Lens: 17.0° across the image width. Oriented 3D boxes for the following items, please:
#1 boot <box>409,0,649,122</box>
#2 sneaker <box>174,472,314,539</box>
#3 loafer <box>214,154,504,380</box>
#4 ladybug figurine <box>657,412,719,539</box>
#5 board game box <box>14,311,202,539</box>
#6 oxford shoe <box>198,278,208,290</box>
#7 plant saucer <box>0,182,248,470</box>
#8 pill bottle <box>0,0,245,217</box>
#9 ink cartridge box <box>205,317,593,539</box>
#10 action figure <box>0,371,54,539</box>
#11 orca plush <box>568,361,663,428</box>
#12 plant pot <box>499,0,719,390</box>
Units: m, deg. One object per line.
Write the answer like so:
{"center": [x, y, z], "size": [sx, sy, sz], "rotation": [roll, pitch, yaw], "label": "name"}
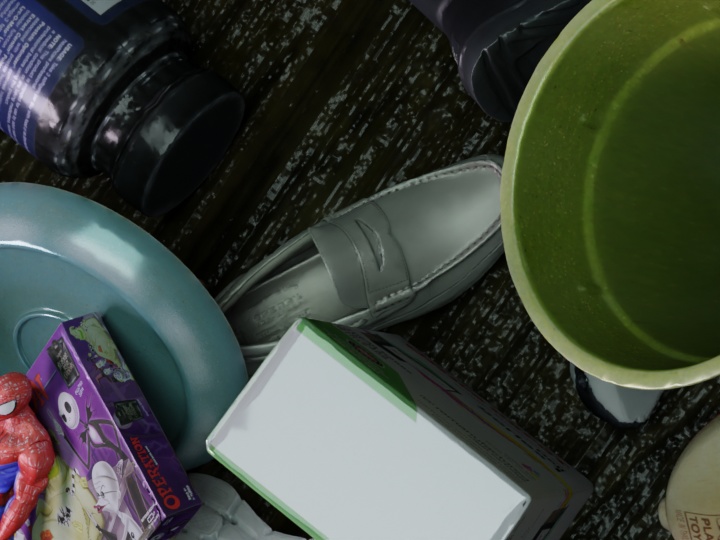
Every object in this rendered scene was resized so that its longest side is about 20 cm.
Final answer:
{"center": [0.115, -0.171, 1.227], "size": [0.200, 0.076, 0.168], "rotation": [-27, 39, 1], "label": "boot"}
{"center": [-0.062, 0.177, 1.306], "size": [0.200, 0.082, 0.077], "rotation": [21, 52, 36], "label": "sneaker"}
{"center": [0.000, 0.000, 1.291], "size": [0.200, 0.070, 0.070], "rotation": [-33, 72, 12], "label": "loafer"}
{"center": [0.244, 0.098, 1.179], "size": [0.200, 0.072, 0.136], "rotation": [-8, 122, 15], "label": "ladybug figurine"}
{"center": [-0.158, 0.122, 1.293], "size": [0.120, 0.032, 0.200], "rotation": [62, 143, 20], "label": "board game box"}
{"center": [-0.177, 0.005, 1.357], "size": [0.200, 0.071, 0.071], "rotation": [18, 67, 15], "label": "oxford shoe"}
{"center": [-0.154, 0.040, 1.293], "size": [0.200, 0.027, 0.200], "rotation": [18, 135, 18], "label": "plant saucer"}
{"center": [-0.165, -0.122, 1.322], "size": [0.200, 0.112, 0.112], "rotation": [39, 99, 13], "label": "pill bottle"}
{"center": [0.026, 0.101, 1.218], "size": [0.145, 0.200, 0.084], "rotation": [37, 96, 14], "label": "ink cartridge box"}
{"center": [-0.202, 0.129, 1.293], "size": [0.065, 0.052, 0.200], "rotation": [52, 137, 35], "label": "action figure"}
{"center": [0.119, -0.021, 1.259], "size": [0.071, 0.105, 0.200], "rotation": [5, 112, 52], "label": "orca plush"}
{"center": [0.203, -0.032, 1.158], "size": [0.200, 0.190, 0.200], "rotation": [-10, 75, 42], "label": "plant pot"}
